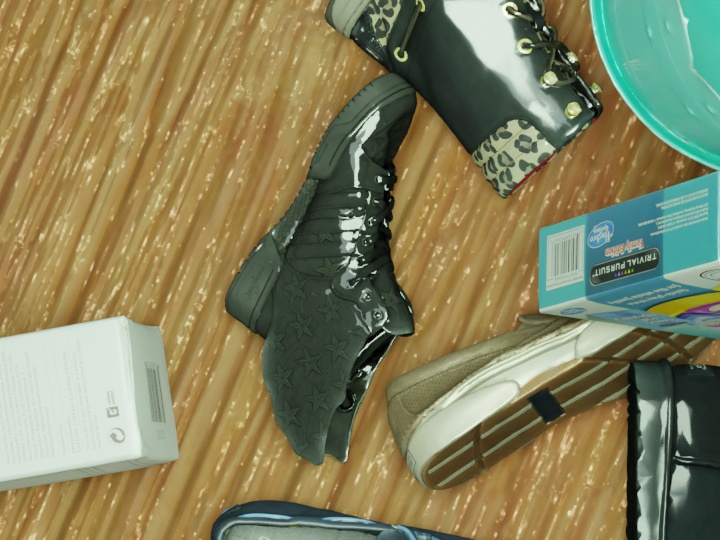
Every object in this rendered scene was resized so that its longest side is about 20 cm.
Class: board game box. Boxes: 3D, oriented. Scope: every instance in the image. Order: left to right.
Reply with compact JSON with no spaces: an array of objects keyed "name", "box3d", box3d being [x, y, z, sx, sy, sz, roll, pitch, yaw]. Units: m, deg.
[{"name":"board game box","box3d":[0.213,0.001,1.291,0.199,0.151,0.047,9,76,-29]}]

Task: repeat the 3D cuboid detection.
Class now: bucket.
[{"name":"bucket","box3d":[0.216,-0.138,1.235,0.206,0.135,0.209,1,87,-14]}]

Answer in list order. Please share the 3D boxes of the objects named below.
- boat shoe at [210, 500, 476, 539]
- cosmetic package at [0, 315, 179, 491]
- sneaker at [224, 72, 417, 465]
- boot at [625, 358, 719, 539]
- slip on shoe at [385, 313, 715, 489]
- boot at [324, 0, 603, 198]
[{"name":"boat shoe","box3d":[0.011,0.176,1.391,0.199,0.069,0.085,7,86,8]},{"name":"cosmetic package","box3d":[-0.209,0.082,1.409,0.199,0.113,0.082,-8,84,5]},{"name":"sneaker","box3d":[-0.001,0.000,1.406,0.104,0.060,0.200,39,105,18]},{"name":"boot","box3d":[0.226,0.141,1.360,0.167,0.076,0.202,0,95,1]},{"name":"slip on shoe","box3d":[0.106,0.046,1.393,0.199,0.076,0.061,-31,57,3]},{"name":"boot","box3d":[0.088,-0.149,1.379,0.154,0.073,0.204,50,127,6]}]
